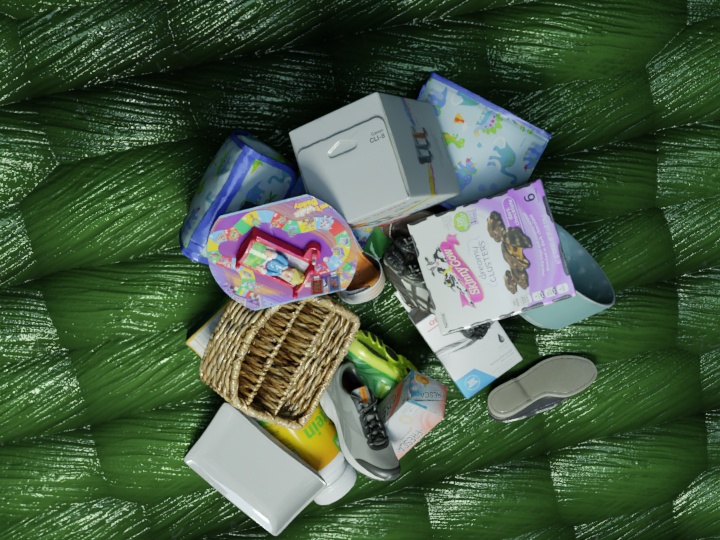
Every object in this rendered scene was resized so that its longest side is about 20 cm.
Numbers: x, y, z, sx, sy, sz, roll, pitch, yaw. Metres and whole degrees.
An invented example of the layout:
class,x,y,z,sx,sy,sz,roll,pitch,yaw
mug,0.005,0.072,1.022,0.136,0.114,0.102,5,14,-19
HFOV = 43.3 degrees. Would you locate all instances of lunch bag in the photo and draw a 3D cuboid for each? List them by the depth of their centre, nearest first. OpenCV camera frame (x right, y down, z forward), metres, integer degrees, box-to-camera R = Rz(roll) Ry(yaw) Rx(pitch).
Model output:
class,x,y,z,sx,sy,sz,roll,pitch,yaw
lunch bag,-0.175,-0.099,1.275,0.126,0.200,0.171,31,98,1
lunch bag,0.153,-0.177,1.358,0.198,0.128,0.172,24,100,-10

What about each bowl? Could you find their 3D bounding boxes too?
class,x,y,z,sx,sy,sz,roll,pitch,yaw
bowl,0.289,0.013,1.414,0.200,0.202,0.105,33,118,-16

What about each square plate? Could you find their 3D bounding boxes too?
class,x,y,z,sx,sy,sz,roll,pitch,yaw
square plate,-0.166,0.310,1.427,0.199,0.028,0.199,39,132,0

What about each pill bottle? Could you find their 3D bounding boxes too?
class,x,y,z,sx,sy,sz,roll,pitch,yaw
pill bottle,-0.089,0.270,1.449,0.110,0.111,0.201,-31,107,0

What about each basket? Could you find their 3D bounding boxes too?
class,x,y,z,sx,sy,sz,roll,pitch,yaw
basket,-0.119,0.111,1.301,0.148,0.142,0.202,34,97,23

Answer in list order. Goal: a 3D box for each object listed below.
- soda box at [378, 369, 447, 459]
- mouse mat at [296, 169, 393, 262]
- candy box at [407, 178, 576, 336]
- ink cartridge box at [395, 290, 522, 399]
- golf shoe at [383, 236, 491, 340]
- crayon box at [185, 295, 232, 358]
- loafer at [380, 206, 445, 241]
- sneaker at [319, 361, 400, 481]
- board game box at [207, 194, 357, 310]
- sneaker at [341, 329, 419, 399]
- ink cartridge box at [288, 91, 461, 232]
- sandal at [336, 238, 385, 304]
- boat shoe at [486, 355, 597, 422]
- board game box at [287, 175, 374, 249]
class,x,y,z,sx,sy,sz,roll,pitch,yaw
soda box,0.060,0.240,1.435,0.068,0.064,0.200,25,135,-12
mouse mat,-0.029,-0.091,1.416,0.199,0.008,0.161,37,97,-16
candy box,0.185,-0.017,1.285,0.198,0.072,0.170,-18,90,13
ink cartridge box,0.157,0.090,1.462,0.115,0.067,0.201,-35,107,2
golf shoe,0.116,0.034,1.394,0.200,0.095,0.078,45,65,7
crayon box,-0.158,0.081,1.419,0.200,0.052,0.126,-42,107,4
loafer,0.130,-0.057,1.413,0.197,0.071,0.074,10,107,-13
sneaker,0.001,0.229,1.379,0.073,0.201,0.080,-7,145,-42
board game box,-0.102,-0.010,1.174,0.197,0.039,0.159,-13,126,7
sneaker,0.036,0.174,1.474,0.083,0.074,0.200,-31,116,31
ink cartridge box,0.024,-0.144,1.241,0.144,0.199,0.147,-20,86,27
sandal,-0.006,0.006,1.363,0.079,0.059,0.207,-46,148,-7
boat shoe,0.303,0.202,1.532,0.198,0.073,0.063,-20,150,-9
board game box,-0.054,-0.054,1.333,0.034,0.199,0.137,34,101,28
